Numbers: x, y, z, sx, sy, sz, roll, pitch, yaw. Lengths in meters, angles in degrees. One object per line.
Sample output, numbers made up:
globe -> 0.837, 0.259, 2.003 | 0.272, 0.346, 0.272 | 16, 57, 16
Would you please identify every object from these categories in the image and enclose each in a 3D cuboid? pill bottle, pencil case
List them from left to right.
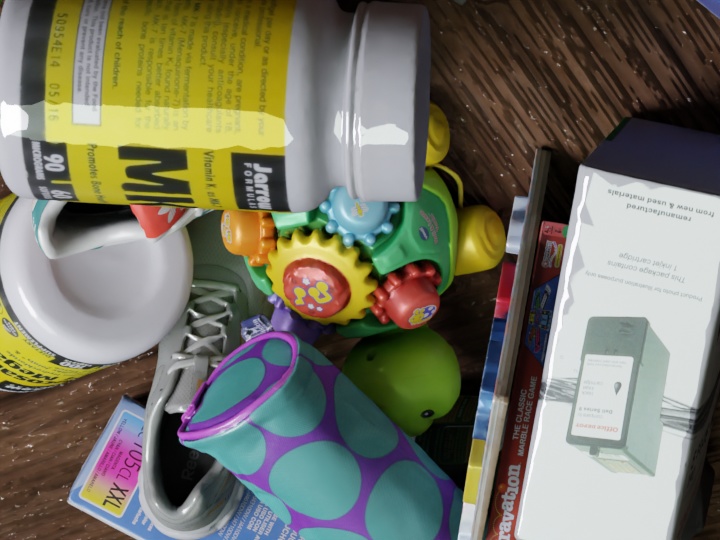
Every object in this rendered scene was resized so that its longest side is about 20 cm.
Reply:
pill bottle -> -0.183, 0.010, 1.497 | 0.112, 0.113, 0.200 | 42, 155, -14
pill bottle -> -0.069, -0.086, 1.252 | 0.199, 0.114, 0.115 | 3, 130, 6
pencil case -> -0.009, 0.118, 1.426 | 0.092, 0.085, 0.200 | -11, 132, 49

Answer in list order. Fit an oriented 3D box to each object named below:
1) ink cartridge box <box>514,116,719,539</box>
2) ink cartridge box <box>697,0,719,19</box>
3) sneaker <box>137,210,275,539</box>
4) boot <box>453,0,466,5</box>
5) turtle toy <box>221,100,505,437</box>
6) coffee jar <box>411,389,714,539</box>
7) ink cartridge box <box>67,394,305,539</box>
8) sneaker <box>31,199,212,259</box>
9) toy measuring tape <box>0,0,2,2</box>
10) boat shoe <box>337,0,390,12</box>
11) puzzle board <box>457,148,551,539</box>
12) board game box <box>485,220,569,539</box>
ink cartridge box -> 0.145, 0.036, 1.331 | 0.084, 0.146, 0.201 | 12, 106, 11
ink cartridge box -> 0.226, -0.172, 1.241 | 0.099, 0.039, 0.200 | 36, 134, -9
sneaker -> -0.086, 0.054, 1.475 | 0.075, 0.201, 0.092 | 5, 174, 0
boot -> -0.033, -0.185, 1.278 | 0.200, 0.073, 0.182 | 31, 92, -6
turtle toy -> 0.000, 0.000, 1.444 | 0.145, 0.101, 0.200 | -11, 123, 31
coffee jar -> 0.100, 0.114, 1.507 | 0.200, 0.085, 0.104 | -5, 137, 28
ink cartridge box -> -0.073, 0.155, 1.584 | 0.200, 0.076, 0.136 | 30, 175, -1
sneaker -> -0.080, -0.051, 1.339 | 0.199, 0.093, 0.070 | -15, 119, 14
toy measuring tape -> -0.228, -0.145, 1.445 | 0.073, 0.074, 0.200 | 22, 138, 5
boat shoe -> -0.083, -0.162, 1.363 | 0.202, 0.075, 0.075 | 38, 139, -11
puzzle board -> 0.074, 0.052, 1.388 | 0.017, 0.200, 0.151 | 11, 132, 3
board game box -> 0.093, 0.080, 1.391 | 0.019, 0.201, 0.103 | 9, 173, 12
